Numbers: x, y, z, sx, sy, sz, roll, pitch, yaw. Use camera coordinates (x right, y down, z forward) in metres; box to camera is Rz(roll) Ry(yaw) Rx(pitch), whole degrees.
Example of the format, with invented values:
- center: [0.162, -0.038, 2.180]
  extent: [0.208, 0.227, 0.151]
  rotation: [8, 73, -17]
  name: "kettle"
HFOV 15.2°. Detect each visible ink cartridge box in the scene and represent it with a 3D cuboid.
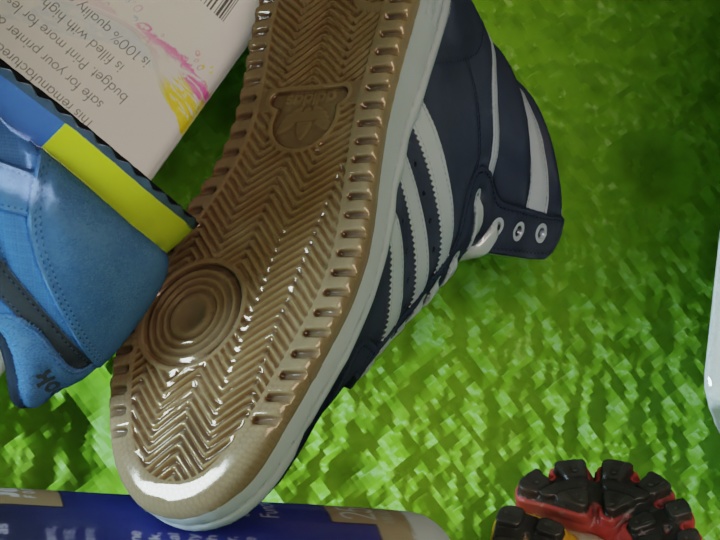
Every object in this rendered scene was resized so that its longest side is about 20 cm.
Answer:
- center: [-0.109, -0.064, 0.778]
  extent: [0.117, 0.067, 0.200]
  rotation: [40, 70, -17]
  name: "ink cartridge box"

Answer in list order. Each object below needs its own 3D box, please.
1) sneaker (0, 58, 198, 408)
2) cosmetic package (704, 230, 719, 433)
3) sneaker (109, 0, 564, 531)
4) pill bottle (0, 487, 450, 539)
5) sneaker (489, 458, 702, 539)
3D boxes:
- center: [-0.138, -0.044, 0.691]
  extent: [0.200, 0.066, 0.079]
  rotation: [40, 90, -11]
  name: "sneaker"
- center: [0.196, -0.032, 0.776]
  extent: [0.164, 0.165, 0.201]
  rotation: [3, 74, 15]
  name: "cosmetic package"
- center: [0.000, 0.000, 0.766]
  extent: [0.070, 0.109, 0.201]
  rotation: [1, 59, 31]
  name: "sneaker"
- center: [-0.076, 0.118, 0.728]
  extent: [0.199, 0.116, 0.117]
  rotation: [4, 76, -13]
  name: "pill bottle"
- center: [0.070, 0.154, 0.744]
  extent: [0.077, 0.082, 0.201]
  rotation: [2, 51, 6]
  name: "sneaker"
